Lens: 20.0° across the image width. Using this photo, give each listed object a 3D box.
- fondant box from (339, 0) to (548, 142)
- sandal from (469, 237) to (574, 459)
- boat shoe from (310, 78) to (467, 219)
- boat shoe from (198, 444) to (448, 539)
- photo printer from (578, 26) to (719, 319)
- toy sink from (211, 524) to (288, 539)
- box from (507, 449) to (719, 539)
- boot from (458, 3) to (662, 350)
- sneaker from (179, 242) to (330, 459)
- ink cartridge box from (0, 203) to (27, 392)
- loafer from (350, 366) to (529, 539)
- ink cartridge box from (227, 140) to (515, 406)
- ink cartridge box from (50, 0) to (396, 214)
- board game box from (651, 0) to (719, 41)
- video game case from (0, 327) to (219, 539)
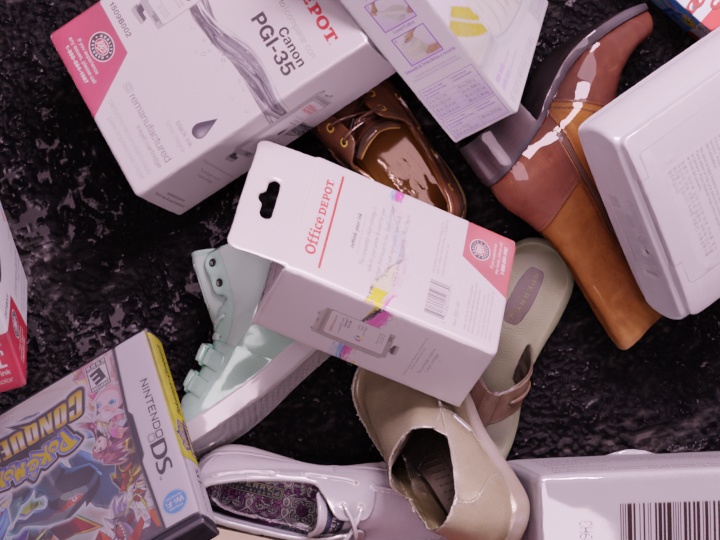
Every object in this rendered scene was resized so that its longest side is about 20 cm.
[{"bbox_3d":[0.044,-0.210,1.426,0.058,0.144,0.200,-26,118,32],"label":"fondant box"},{"bbox_3d":[0.095,0.068,1.502,0.080,0.057,0.201,22,89,-1],"label":"sandal"},{"bbox_3d":[0.007,-0.105,1.496,0.072,0.068,0.200,-40,90,-1],"label":"boat shoe"},{"bbox_3d":[-0.025,0.170,1.478,0.200,0.069,0.072,16,107,0],"label":"boat shoe"},{"bbox_3d":[0.266,-0.085,1.461,0.200,0.069,0.167,-35,118,-18],"label":"photo printer"},{"bbox_3d":[-0.105,0.286,1.463,0.112,0.130,0.201,13,89,-1],"label":"toy sink"},{"bbox_3d":[0.211,0.234,1.461,0.198,0.131,0.201,-2,91,-6],"label":"box"},{"bbox_3d":[0.197,-0.073,1.500,0.200,0.068,0.188,48,67,-9],"label":"boot"},{"bbox_3d":[-0.104,0.052,1.499,0.200,0.074,0.118,-41,75,8],"label":"sneaker"},{"bbox_3d":[-0.295,-0.029,1.410,0.083,0.146,0.200,-13,123,-1],"label":"ink cartridge box"},{"bbox_3d":[0.046,0.120,1.447,0.068,0.200,0.076,13,115,-42],"label":"loafer"},{"bbox_3d":[0.000,0.000,1.429,0.200,0.117,0.068,23,134,-8],"label":"ink cartridge box"},{"bbox_3d":[-0.096,-0.157,1.455,0.200,0.083,0.147,-33,74,10],"label":"ink cartridge box"},{"bbox_3d":[0.255,-0.300,1.507,0.196,0.056,0.200,41,89,-1],"label":"board game box"},{"bbox_3d":[-0.208,0.158,1.441,0.200,0.026,0.181,-30,49,9],"label":"video game case"}]
